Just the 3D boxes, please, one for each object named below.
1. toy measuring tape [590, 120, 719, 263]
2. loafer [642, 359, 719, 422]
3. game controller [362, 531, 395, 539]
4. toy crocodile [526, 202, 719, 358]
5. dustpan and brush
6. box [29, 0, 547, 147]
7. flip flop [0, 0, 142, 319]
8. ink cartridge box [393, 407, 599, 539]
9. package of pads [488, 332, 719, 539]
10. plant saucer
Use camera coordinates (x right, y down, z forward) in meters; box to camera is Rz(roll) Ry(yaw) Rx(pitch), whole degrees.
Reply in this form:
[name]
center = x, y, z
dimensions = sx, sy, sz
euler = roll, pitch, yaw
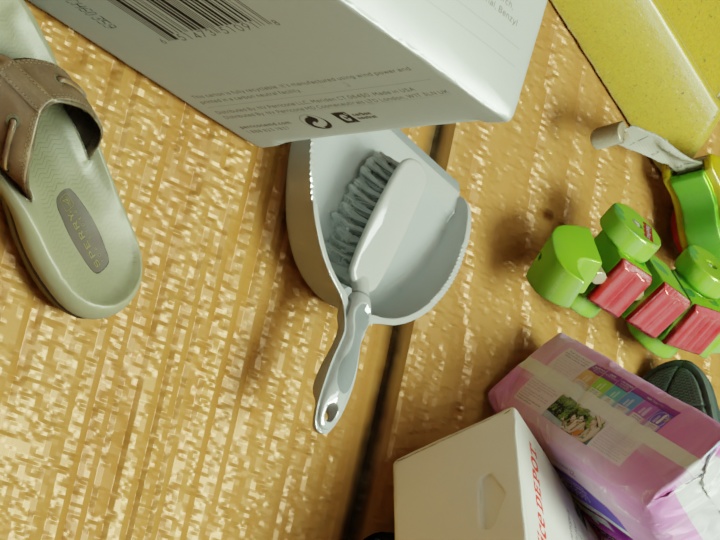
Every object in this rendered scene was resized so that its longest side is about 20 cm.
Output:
[toy measuring tape]
center = 0.213, -0.037, 1.376
dimensions = 0.199, 0.073, 0.074
euler = 19, 76, -46
[loafer]
center = 0.214, 0.153, 1.349
dimensions = 0.063, 0.071, 0.201
euler = 45, 36, -47
[game controller]
center = -0.022, 0.236, 1.185
dimensions = 0.200, 0.042, 0.105
euler = -42, 130, -35
[toy crocodile]
center = 0.180, 0.015, 1.338
dimensions = 0.199, 0.062, 0.068
euler = 24, 117, -39
[dustpan and brush]
center = 0.000, 0.000, 1.191
dimensions = 0.139, 0.057, 0.201
euler = 40, 63, -35
[box]
center = -0.037, -0.166, 1.068
dimensions = 0.199, 0.198, 0.132
euler = 31, 69, -37
[flip flop]
center = -0.156, -0.064, 1.051
dimensions = 0.081, 0.057, 0.201
euler = -41, 116, -35
[ink cartridge box]
center = 0.099, 0.201, 1.209
dimensions = 0.201, 0.084, 0.146
euler = 56, 18, -30
[package of pads]
center = 0.165, 0.121, 1.242
dimensions = 0.076, 0.200, 0.121
euler = -39, 116, -11
[plant saucer]
center = 0.214, -0.198, 1.404
dimensions = 0.200, 0.048, 0.200
euler = 53, 56, -29
